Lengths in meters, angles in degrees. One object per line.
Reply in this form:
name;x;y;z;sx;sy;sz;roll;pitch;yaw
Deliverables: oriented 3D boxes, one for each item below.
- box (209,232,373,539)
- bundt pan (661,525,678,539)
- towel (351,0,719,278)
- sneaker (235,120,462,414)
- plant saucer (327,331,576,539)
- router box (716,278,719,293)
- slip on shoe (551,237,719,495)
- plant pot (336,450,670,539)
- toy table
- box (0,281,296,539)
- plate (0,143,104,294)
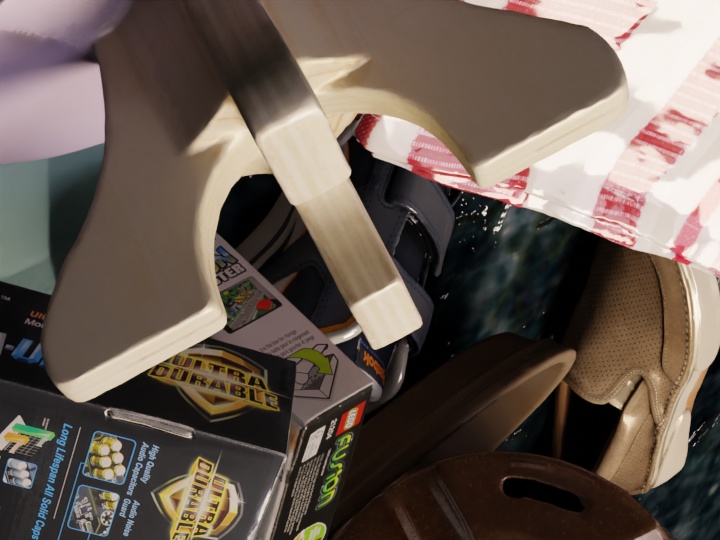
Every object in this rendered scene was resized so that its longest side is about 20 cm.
box;-0.063;0.079;0.784;0.035;0.110;0.201;-27;149;-36
bundt pan;0.094;0.198;1.109;0.201;0.076;0.203;-24;144;-19
towel;0.112;-0.066;0.736;0.199;0.023;0.144;18;126;-27
sneaker;0.000;0.000;0.846;0.200;0.079;0.078;-51;145;-5
plant saucer;0.009;0.091;0.917;0.200;0.030;0.200;-38;169;-9
router box;0.243;-0.077;1.081;0.199;0.051;0.150;-13;132;-43
slip on shoe;0.125;0.039;1.037;0.060;0.076;0.201;-22;143;-19
plant pot;0.059;0.170;0.867;0.200;0.200;0.199;-43;162;-13
toy table;-0.025;-0.056;0.631;0.199;0.118;0.184;-33;158;10
box;-0.123;0.095;0.707;0.158;0.046;0.201;15;127;-7
plate;-0.113;-0.051;0.714;0.199;0.026;0.201;-30;139;-30
